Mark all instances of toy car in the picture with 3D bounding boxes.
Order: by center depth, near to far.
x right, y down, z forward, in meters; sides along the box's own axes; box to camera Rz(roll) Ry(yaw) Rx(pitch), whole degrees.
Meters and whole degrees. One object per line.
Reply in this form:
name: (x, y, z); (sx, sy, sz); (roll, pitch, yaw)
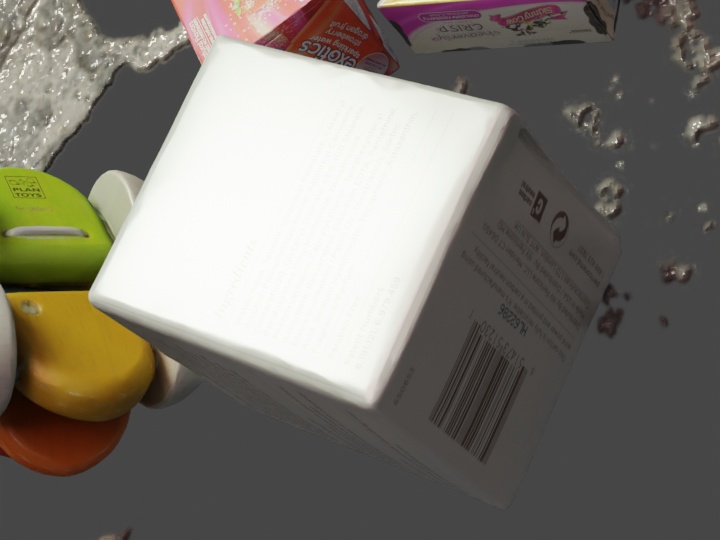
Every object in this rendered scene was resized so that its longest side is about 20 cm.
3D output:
toy car: (-0.196, 0.034, 1.084); (0.151, 0.173, 0.201); (-61, 43, 38)

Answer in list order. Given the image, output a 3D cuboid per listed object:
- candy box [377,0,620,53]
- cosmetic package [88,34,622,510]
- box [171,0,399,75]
candy box: (0.097, -0.236, 1.087); (0.135, 0.061, 0.202); (-1, 67, 29)
cosmetic package: (0.000, 0.000, 0.959); (0.198, 0.167, 0.168); (18, 77, 35)
box: (-0.068, -0.190, 1.137); (0.095, 0.100, 0.201); (-34, 54, 11)
